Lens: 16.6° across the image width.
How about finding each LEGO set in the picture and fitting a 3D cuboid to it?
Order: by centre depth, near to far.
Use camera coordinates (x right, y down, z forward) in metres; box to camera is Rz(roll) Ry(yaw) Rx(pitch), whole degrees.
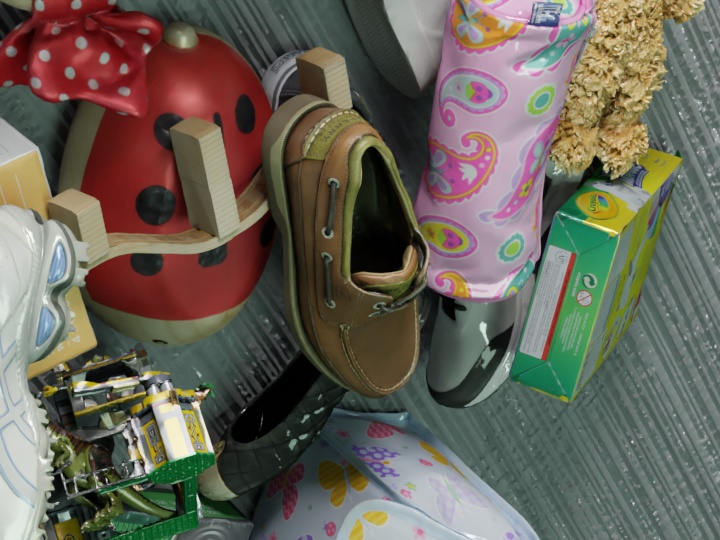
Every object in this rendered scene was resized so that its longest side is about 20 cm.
[{"bbox_3d":[-0.174,0.091,1.342,0.199,0.116,0.154,-20,158,-2],"label":"LEGO set"}]

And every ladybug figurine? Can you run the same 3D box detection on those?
[{"bbox_3d":[-0.099,-0.041,1.372,0.135,0.072,0.201,-18,125,-27],"label":"ladybug figurine"}]

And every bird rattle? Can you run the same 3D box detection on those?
[{"bbox_3d":[-0.146,-0.184,1.261,0.163,0.113,0.200,33,108,-32],"label":"bird rattle"}]

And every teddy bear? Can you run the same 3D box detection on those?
[{"bbox_3d":[0.153,-0.151,1.461,0.145,0.067,0.201,22,86,-42],"label":"teddy bear"}]

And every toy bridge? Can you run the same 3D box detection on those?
[{"bbox_3d":[-0.082,-0.047,1.303,0.200,0.027,0.068,-34,128,-33],"label":"toy bridge"}]

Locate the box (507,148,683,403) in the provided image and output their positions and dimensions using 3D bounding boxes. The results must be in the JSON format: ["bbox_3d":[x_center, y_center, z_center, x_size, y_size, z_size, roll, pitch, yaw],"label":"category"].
[{"bbox_3d":[0.153,-0.007,1.546,0.200,0.048,0.118,-37,145,-63],"label":"box"}]

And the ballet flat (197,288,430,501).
[{"bbox_3d":[-0.037,0.064,1.474,0.057,0.067,0.200,31,116,-26],"label":"ballet flat"}]

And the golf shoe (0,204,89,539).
[{"bbox_3d":[-0.199,0.066,1.207,0.097,0.078,0.201,7,87,-36],"label":"golf shoe"}]

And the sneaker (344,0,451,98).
[{"bbox_3d":[0.037,-0.203,1.382,0.115,0.074,0.200,-39,141,-15],"label":"sneaker"}]

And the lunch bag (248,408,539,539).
[{"bbox_3d":[0.013,0.198,1.514,0.127,0.200,0.170,8,112,-39],"label":"lunch bag"}]

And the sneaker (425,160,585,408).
[{"bbox_3d":[0.071,-0.012,1.524,0.080,0.074,0.201,9,103,-35],"label":"sneaker"}]

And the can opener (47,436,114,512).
[{"bbox_3d":[-0.208,0.170,1.435,0.078,0.063,0.200,36,83,-17],"label":"can opener"}]

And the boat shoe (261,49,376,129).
[{"bbox_3d":[-0.005,-0.038,1.447,0.070,0.066,0.201,-27,131,-19],"label":"boat shoe"}]

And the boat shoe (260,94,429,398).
[{"bbox_3d":[0.000,0.000,1.341,0.072,0.068,0.201,-43,135,-25],"label":"boat shoe"}]

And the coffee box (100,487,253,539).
[{"bbox_3d":[-0.155,0.228,1.515,0.123,0.044,0.201,12,109,-41],"label":"coffee box"}]

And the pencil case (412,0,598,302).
[{"bbox_3d":[0.078,-0.081,1.396,0.087,0.087,0.201,-11,129,-31],"label":"pencil case"}]

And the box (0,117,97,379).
[{"bbox_3d":[-0.255,0.013,1.267,0.199,0.097,0.125,-27,124,-20],"label":"box"}]
